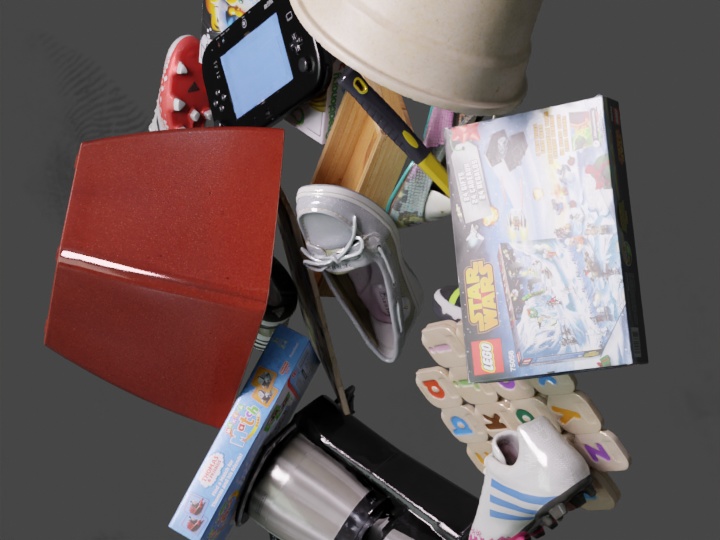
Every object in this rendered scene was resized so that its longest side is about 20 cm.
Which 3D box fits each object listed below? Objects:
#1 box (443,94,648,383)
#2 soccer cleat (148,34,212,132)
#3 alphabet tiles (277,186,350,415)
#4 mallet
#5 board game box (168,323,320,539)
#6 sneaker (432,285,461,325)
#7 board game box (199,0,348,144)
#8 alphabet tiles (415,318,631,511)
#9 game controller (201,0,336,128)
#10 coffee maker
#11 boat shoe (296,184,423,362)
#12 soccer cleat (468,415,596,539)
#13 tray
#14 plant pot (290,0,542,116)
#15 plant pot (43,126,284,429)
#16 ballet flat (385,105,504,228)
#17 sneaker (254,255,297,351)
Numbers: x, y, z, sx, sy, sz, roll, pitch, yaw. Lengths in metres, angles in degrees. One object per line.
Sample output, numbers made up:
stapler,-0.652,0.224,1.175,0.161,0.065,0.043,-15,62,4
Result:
box,0.139,-0.021,1.198,0.136,0.040,0.202,-8,83,29
soccer cleat,-0.190,-0.150,1.627,0.085,0.068,0.202,26,129,39
alphabet tiles,-0.053,0.011,1.467,0.168,0.007,0.201,-118,12,-57
mallet,0.050,-0.077,1.260,0.200,0.066,0.041,39,165,-14
board game box,-0.101,0.154,1.433,0.036,0.201,0.151,27,171,7
sneaker,0.142,0.016,1.287,0.199,0.071,0.084,8,87,50
board game box,-0.080,-0.218,1.479,0.200,0.034,0.127,36,131,38
alphabet tiles,0.132,0.120,1.305,0.201,0.015,0.195,54,149,-13
game controller,-0.089,-0.187,1.440,0.200,0.042,0.105,-26,86,54
coffee maker,0.017,0.211,1.451,0.199,0.192,0.135,32,147,15
boat shoe,-0.001,0.001,1.366,0.074,0.065,0.202,-1,143,23
soccer cleat,0.131,0.181,1.313,0.087,0.069,0.200,58,151,14
tray,-0.006,-0.080,1.415,0.201,0.037,0.099,114,151,-42
plant pot,0.071,-0.247,1.161,0.201,0.199,0.184,47,126,29
plant pot,-0.177,-0.007,1.382,0.201,0.175,0.201,114,164,-50
ballet flat,0.077,-0.095,1.313,0.071,0.069,0.201,34,132,13
sneaker,-0.127,-0.005,1.600,0.116,0.075,0.202,108,144,-56
